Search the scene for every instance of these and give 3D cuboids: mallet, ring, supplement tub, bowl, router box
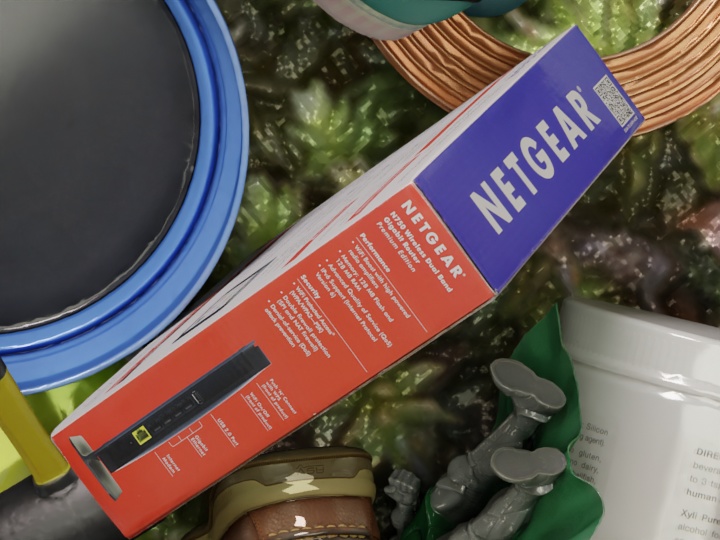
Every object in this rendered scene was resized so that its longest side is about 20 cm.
[{"bbox_3d":[-0.142,0.048,0.891,0.066,0.041,0.200,-32,135,3],"label":"mallet"},{"bbox_3d":[0.086,-0.151,0.990,0.200,0.019,0.201,-1,94,-8],"label":"ring"},{"bbox_3d":[0.121,0.122,0.996,0.132,0.132,0.201,14,93,-7],"label":"supplement tub"},{"bbox_3d":[-0.142,-0.052,0.913,0.200,0.039,0.201,-3,105,-9],"label":"bowl"},{"bbox_3d":[0.000,0.000,0.906,0.179,0.200,0.049,-34,95,30],"label":"router box"}]

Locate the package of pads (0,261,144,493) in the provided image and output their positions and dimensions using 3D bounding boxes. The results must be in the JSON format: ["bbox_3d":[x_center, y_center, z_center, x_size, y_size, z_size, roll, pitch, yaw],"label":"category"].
[{"bbox_3d":[-0.179,0.052,0.988,0.200,0.068,0.155,41,89,-8],"label":"package of pads"}]

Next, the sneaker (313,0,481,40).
[{"bbox_3d":[-0.026,-0.156,0.896,0.200,0.080,0.072,28,62,-30],"label":"sneaker"}]

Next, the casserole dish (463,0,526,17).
[{"bbox_3d":[0.046,-0.199,1.010,0.121,0.039,0.200,19,93,-7],"label":"casserole dish"}]

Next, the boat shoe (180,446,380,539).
[{"bbox_3d":[-0.031,0.127,0.945,0.072,0.200,0.068,-5,70,-10],"label":"boat shoe"}]

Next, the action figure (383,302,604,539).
[{"bbox_3d":[0.032,0.115,0.975,0.055,0.200,0.118,16,48,-13],"label":"action figure"}]
